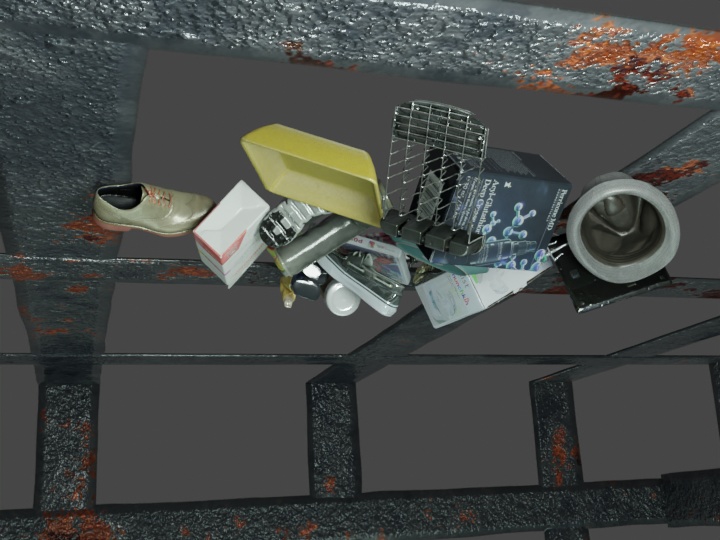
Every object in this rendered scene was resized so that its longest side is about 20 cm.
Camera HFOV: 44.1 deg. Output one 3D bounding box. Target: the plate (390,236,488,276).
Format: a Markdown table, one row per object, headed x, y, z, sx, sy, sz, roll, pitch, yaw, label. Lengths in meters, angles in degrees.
| x | y | z | sx | sy | sz | roll | pitch | yaw | label |
| --- | --- | --- | --- | --- | --- | --- | --- | --- | --- |
| 0.124 | -0.029 | 1.510 | 0.196 | 0.026 | 0.200 | 24 | 174 | 3 | plate |

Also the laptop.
| x | y | z | sx | sy | sz | roll | pitch | yaw | label |
| --- | --- | --- | --- | --- | --- | --- | --- | --- | --- |
| 0.424 | -0.015 | 1.584 | 0.173 | 0.203 | 0.104 | -17 | 151 | -2 | laptop |

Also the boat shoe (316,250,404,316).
| x | y | z | sx | sy | sz | roll | pitch | yaw | label |
| --- | --- | --- | --- | --- | --- | --- | --- | --- | --- |
| 0.000 | 0.000 | 1.594 | 0.198 | 0.072 | 0.072 | 36 | -170 | 21 | boat shoe |

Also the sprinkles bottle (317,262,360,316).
| x | y | z | sx | sy | sz | roll | pitch | yaw | label |
| --- | --- | --- | --- | --- | --- | --- | --- | --- | --- |
| -0.051 | 0.032 | 1.737 | 0.066 | 0.070 | 0.200 | 0 | -168 | -12 | sprinkles bottle |

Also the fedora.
| x | y | z | sx | sy | sz | roll | pitch | yaw | label |
| --- | --- | --- | --- | --- | --- | --- | --- | --- | --- |
| 0.428 | -0.085 | 1.473 | 0.175 | 0.091 | 0.200 | -33 | 121 | 27 | fedora |

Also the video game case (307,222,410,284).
| x | y | z | sx | sy | sz | roll | pitch | yaw | label |
| --- | --- | --- | --- | --- | --- | --- | --- | --- | --- |
| 0.001 | -0.029 | 1.678 | 0.178 | 0.023 | 0.200 | 16 | 167 | 12 | video game case |

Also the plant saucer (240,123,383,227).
| x | y | z | sx | sy | sz | roll | pitch | yaw | label |
| --- | --- | --- | --- | --- | --- | --- | --- | --- | --- |
| -0.055 | -0.139 | 1.253 | 0.196 | 0.049 | 0.200 | 19 | 168 | 10 | plant saucer |

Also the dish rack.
| x | y | z | sx | sy | sz | roll | pitch | yaw | label |
| --- | --- | --- | --- | --- | --- | --- | --- | --- | --- |
| 0.101 | -0.124 | 1.190 | 0.150 | 0.205 | 0.054 | 17 | -154 | 24 | dish rack |

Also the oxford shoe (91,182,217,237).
| x | y | z | sx | sy | sz | roll | pitch | yaw | label |
| --- | --- | --- | --- | --- | --- | --- | --- | --- | --- |
| -0.320 | -0.099 | 1.394 | 0.195 | 0.072 | 0.075 | -3 | 156 | -16 | oxford shoe |

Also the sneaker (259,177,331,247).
| x | y | z | sx | sy | sz | roll | pitch | yaw | label |
| --- | --- | --- | --- | --- | --- | --- | --- | --- | --- |
| -0.073 | -0.116 | 1.399 | 0.198 | 0.067 | 0.091 | -34 | -163 | 22 | sneaker |

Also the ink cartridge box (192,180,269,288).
| x | y | z | sx | sy | sz | roll | pitch | yaw | label |
| --- | --- | --- | --- | --- | --- | --- | --- | --- | --- |
| -0.208 | -0.053 | 1.471 | 0.067 | 0.117 | 0.200 | 40 | 164 | 7 | ink cartridge box |

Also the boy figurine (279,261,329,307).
| x | y | z | sx | sy | sz | roll | pitch | yaw | label |
| --- | --- | --- | --- | --- | --- | --- | --- | --- | --- |
| -0.119 | 0.014 | 1.744 | 0.063 | 0.126 | 0.200 | 26 | 177 | -14 | boy figurine |

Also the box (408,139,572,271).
| x | y | z | sx | sy | sz | roll | pitch | yaw | label |
| --- | --- | --- | --- | --- | --- | --- | --- | --- | --- |
| 0.186 | -0.094 | 1.314 | 0.196 | 0.108 | 0.151 | 3 | 120 | -26 | box |

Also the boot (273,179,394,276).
| x | y | z | sx | sy | sz | roll | pitch | yaw | label |
| --- | --- | --- | --- | --- | --- | --- | --- | --- | --- |
| -0.045 | -0.064 | 1.425 | 0.196 | 0.074 | 0.182 | -23 | 172 | -8 | boot |

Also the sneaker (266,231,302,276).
| x | y | z | sx | sy | sz | roll | pitch | yaw | label |
| --- | --- | --- | --- | --- | --- | --- | --- | --- | --- |
| -0.137 | -0.048 | 1.631 | 0.089 | 0.079 | 0.200 | 34 | 166 | -8 | sneaker |

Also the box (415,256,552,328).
| x | y | z | sx | sy | sz | roll | pitch | yaw | label |
| --- | --- | --- | --- | --- | --- | --- | --- | --- | --- |
| 0.236 | 0.014 | 1.708 | 0.198 | 0.098 | 0.176 | -27 | 178 | -31 | box |

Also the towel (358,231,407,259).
| x | y | z | sx | sy | sz | roll | pitch | yaw | label |
| --- | --- | --- | --- | --- | --- | --- | --- | --- | --- |
| 0.084 | -0.046 | 1.736 | 0.195 | 0.031 | 0.146 | -8 | 163 | 16 | towel |

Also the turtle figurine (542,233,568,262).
| x | y | z | sx | sy | sz | roll | pitch | yaw | label |
| --- | --- | --- | --- | --- | --- | --- | --- | --- | --- |
| 0.275 | -0.076 | 1.555 | 0.196 | 0.103 | 0.150 | -13 | -157 | 17 | turtle figurine |

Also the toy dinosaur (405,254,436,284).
| x | y | z | sx | sy | sz | roll | pitch | yaw | label |
| --- | --- | --- | --- | --- | --- | --- | --- | --- | --- |
| 0.144 | -0.020 | 1.710 | 0.087 | 0.049 | 0.199 | -7 | 168 | -37 | toy dinosaur |
